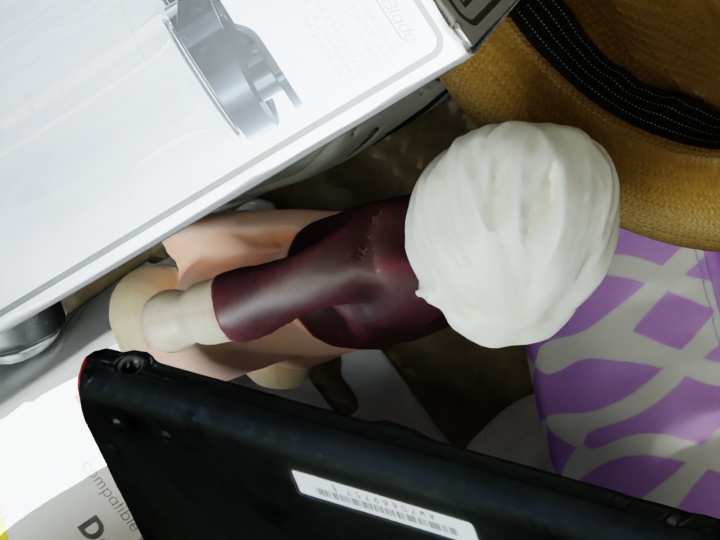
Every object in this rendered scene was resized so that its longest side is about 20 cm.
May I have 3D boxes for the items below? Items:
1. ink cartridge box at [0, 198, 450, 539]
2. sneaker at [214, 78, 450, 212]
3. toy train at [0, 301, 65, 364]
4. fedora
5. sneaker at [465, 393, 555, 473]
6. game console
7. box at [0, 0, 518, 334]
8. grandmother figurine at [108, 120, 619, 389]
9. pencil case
[{"bbox_3d":[-0.079,0.082,0.911,0.200,0.067,0.117,-35,101,15],"label":"ink cartridge box"},{"bbox_3d":[0.007,-0.072,0.845,0.200,0.089,0.074,-38,99,14],"label":"sneaker"},{"bbox_3d":[-0.151,-0.062,0.869,0.114,0.087,0.201,-12,107,19],"label":"toy train"},{"bbox_3d":[0.091,-0.105,0.745,0.200,0.082,0.202,18,119,35],"label":"fedora"},{"bbox_3d":[0.044,0.135,0.890,0.075,0.089,0.201,14,111,-16],"label":"sneaker"},{"bbox_3d":[0.031,0.098,0.780,0.199,0.031,0.177,13,141,32],"label":"game console"},{"bbox_3d":[-0.069,-0.065,0.754,0.199,0.060,0.117,-30,98,29],"label":"box"},{"bbox_3d":[0.000,0.000,0.781,0.121,0.200,0.061,-22,91,-31],"label":"grandmother figurine"},{"bbox_3d":[0.093,0.037,0.830,0.083,0.086,0.201,-9,75,-22],"label":"pencil case"}]
